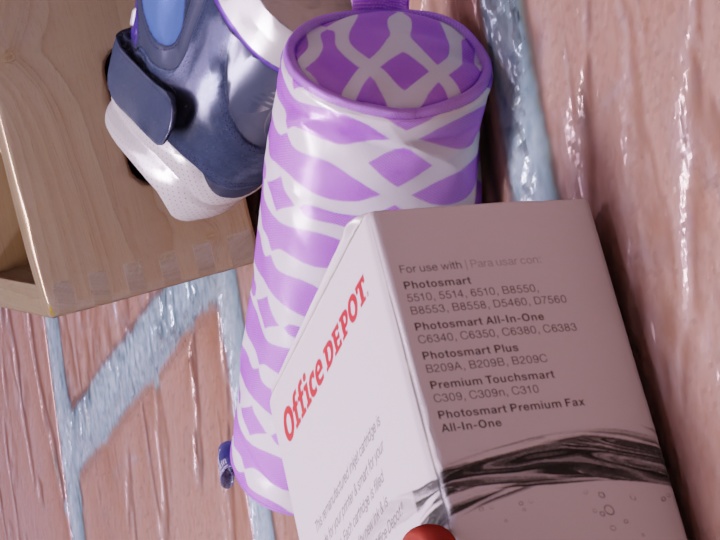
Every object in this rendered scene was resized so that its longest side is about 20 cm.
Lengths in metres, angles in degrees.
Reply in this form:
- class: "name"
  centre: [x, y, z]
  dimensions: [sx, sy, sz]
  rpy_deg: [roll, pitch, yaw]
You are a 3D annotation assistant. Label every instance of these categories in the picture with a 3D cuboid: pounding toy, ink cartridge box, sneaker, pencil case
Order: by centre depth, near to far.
- class: "ink cartridge box"
  centre: [0.042, 0.096, 0.973]
  dimensions: [0.146, 0.084, 0.200]
  rpy_deg: [118, 144, -58]
- class: "pencil case"
  centre: [0.000, 0.000, 1.100]
  dimensions: [0.086, 0.084, 0.200]
  rpy_deg: [-79, -1, -56]
- class: "sneaker"
  centre: [-0.079, -0.118, 1.262]
  dimensions: [0.146, 0.081, 0.200]
  rpy_deg: [-51, 49, 39]
- class: "pounding toy"
  centre: [-0.113, -0.094, 1.377]
  dimensions: [0.184, 0.142, 0.200]
  rpy_deg: [-174, 70, -72]

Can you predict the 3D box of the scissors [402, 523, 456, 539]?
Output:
- class: "scissors"
  centre: [0.041, 0.164, 0.847]
  dimensions: [0.073, 0.014, 0.200]
  rpy_deg: [109, 150, -43]
